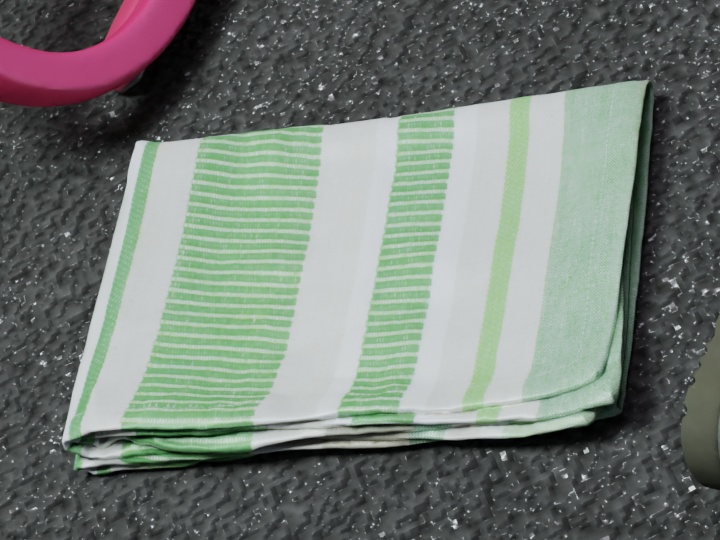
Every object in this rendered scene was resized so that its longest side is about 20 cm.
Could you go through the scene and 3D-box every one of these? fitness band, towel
[{"bbox_3d":[-0.121,-0.152,1.024,0.037,0.143,0.201,-25,38,47],"label":"fitness band"},{"bbox_3d":[0.000,0.000,0.921,0.199,0.023,0.153,-7,49,19],"label":"towel"}]

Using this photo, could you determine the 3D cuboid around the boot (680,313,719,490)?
[{"bbox_3d":[0.213,0.016,0.781,0.199,0.073,0.182,8,69,37],"label":"boot"}]
